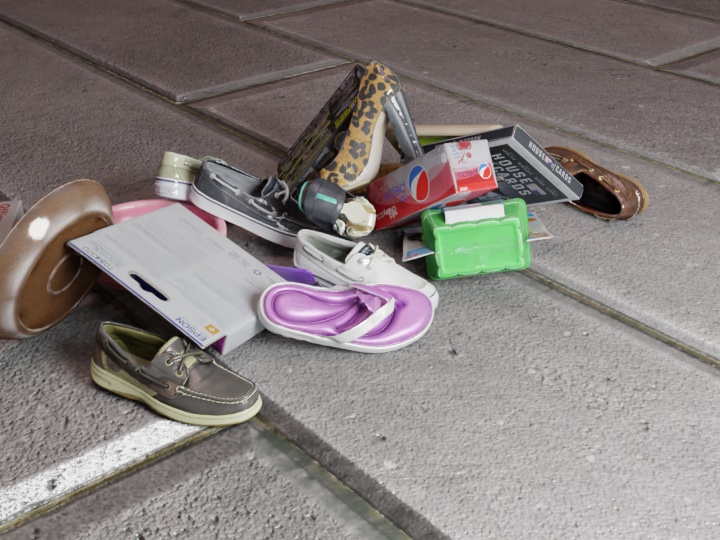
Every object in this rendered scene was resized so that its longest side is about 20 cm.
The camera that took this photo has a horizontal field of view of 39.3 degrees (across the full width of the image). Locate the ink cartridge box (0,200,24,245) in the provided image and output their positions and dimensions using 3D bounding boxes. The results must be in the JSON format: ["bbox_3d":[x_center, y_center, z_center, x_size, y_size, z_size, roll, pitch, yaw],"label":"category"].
[{"bbox_3d":[-0.512,-0.016,1.223,0.197,0.084,0.147,-5,27,-8],"label":"ink cartridge box"}]

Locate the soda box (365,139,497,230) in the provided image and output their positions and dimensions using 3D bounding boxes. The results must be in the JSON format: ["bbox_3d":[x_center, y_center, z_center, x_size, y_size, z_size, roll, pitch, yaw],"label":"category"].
[{"bbox_3d":[0.086,-0.106,1.283,0.069,0.064,0.199,-11,-6,-30],"label":"soda box"}]

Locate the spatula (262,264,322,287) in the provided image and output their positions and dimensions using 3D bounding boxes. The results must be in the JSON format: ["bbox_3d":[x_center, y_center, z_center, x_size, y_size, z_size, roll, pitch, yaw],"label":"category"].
[{"bbox_3d":[-0.024,0.034,1.177,0.198,0.057,0.021,22,64,22],"label":"spatula"}]

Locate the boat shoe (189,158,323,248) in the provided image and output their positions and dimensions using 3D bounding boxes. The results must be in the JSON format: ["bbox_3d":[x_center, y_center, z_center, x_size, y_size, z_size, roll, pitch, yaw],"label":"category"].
[{"bbox_3d":[-0.121,-0.090,1.318,0.198,0.068,0.072,23,29,-8],"label":"boat shoe"}]

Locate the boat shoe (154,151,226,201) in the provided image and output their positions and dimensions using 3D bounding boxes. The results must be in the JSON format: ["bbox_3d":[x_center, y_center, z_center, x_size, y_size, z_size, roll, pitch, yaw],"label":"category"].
[{"bbox_3d":[-0.206,-0.125,1.389,0.071,0.063,0.199,15,7,25],"label":"boat shoe"}]

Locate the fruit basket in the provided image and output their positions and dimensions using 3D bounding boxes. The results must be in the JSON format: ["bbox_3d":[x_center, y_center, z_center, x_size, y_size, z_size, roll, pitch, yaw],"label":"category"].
[{"bbox_3d":[0.143,-0.053,1.279,0.182,0.095,0.200,-7,17,6],"label":"fruit basket"}]

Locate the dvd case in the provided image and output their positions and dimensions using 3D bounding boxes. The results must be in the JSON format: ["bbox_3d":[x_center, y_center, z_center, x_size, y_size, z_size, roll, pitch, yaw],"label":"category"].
[{"bbox_3d":[0.169,-0.127,1.319,0.199,0.150,0.025,-4,60,49],"label":"dvd case"}]

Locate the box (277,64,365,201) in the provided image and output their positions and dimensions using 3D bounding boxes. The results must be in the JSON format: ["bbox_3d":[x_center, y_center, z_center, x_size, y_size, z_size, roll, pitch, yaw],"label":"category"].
[{"bbox_3d":[-0.045,-0.184,1.437,0.044,0.200,0.161,34,19,-19],"label":"box"}]

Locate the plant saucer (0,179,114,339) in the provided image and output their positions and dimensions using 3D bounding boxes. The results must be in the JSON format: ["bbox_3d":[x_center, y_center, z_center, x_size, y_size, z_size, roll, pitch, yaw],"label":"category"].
[{"bbox_3d":[-0.331,-0.004,1.098,0.032,0.202,0.200,32,36,11],"label":"plant saucer"}]

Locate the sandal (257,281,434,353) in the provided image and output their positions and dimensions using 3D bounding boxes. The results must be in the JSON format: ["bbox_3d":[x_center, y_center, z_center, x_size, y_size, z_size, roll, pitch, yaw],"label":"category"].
[{"bbox_3d":[-0.011,0.045,1.097,0.199,0.050,0.084,0,66,-14],"label":"sandal"}]

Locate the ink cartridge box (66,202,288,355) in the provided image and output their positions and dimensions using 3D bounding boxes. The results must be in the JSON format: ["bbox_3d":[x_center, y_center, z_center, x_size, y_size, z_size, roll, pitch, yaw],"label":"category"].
[{"bbox_3d":[-0.195,0.011,1.120,0.195,0.044,0.200,35,30,15],"label":"ink cartridge box"}]

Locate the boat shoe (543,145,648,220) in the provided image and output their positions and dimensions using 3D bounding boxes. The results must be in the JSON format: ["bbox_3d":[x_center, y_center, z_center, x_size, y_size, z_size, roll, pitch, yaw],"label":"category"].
[{"bbox_3d":[0.312,-0.126,1.442,0.070,0.071,0.199,-19,33,-40],"label":"boat shoe"}]

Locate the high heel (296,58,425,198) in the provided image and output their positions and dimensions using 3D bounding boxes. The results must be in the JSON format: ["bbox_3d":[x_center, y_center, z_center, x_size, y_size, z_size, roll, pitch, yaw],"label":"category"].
[{"bbox_3d":[-0.019,-0.181,1.332,0.198,0.144,0.071,-21,0,26],"label":"high heel"}]

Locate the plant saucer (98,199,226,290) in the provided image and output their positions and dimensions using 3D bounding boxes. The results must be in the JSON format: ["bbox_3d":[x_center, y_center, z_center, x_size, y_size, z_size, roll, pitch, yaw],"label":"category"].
[{"bbox_3d":[-0.269,-0.030,1.285,0.197,0.052,0.201,0,27,0],"label":"plant saucer"}]

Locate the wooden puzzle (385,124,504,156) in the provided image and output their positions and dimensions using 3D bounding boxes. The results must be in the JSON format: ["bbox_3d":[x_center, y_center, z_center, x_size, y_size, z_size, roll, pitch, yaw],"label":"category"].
[{"bbox_3d":[0.139,-0.144,1.382,0.183,0.038,0.200,5,-19,33],"label":"wooden puzzle"}]

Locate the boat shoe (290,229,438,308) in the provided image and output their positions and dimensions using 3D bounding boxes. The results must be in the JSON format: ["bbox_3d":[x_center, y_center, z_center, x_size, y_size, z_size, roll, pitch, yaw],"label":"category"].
[{"bbox_3d":[0.000,0.000,1.207,0.197,0.068,0.074,13,30,23],"label":"boat shoe"}]

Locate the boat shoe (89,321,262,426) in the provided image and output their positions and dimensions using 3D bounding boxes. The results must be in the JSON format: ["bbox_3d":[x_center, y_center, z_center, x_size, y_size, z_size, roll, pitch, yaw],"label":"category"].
[{"bbox_3d":[-0.192,0.100,1.018,0.198,0.067,0.072,13,29,24],"label":"boat shoe"}]

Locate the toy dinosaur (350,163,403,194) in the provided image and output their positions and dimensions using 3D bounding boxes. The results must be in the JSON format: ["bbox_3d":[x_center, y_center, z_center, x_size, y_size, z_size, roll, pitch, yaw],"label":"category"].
[{"bbox_3d":[0.012,-0.145,1.516,0.198,0.061,0.107,-23,59,-28],"label":"toy dinosaur"}]

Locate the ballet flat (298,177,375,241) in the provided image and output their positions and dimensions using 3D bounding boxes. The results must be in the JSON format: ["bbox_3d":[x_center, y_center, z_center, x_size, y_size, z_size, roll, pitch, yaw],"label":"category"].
[{"bbox_3d":[-0.019,-0.068,1.274,0.072,0.074,0.200,8,-6,16],"label":"ballet flat"}]
